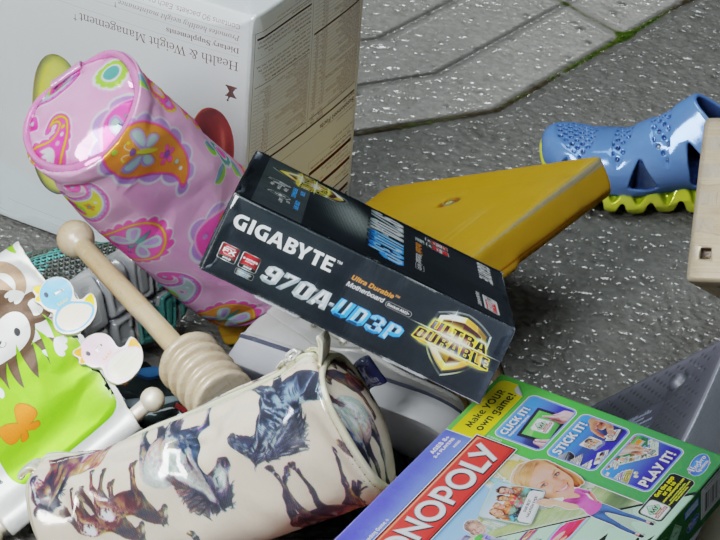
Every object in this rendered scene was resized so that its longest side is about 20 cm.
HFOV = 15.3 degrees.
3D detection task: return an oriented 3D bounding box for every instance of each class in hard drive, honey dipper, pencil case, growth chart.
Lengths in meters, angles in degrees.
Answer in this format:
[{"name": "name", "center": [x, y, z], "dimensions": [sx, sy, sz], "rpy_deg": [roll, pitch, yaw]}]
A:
[{"name": "hard drive", "center": [0.131, 0.127, 1.401], "dimensions": [0.042, 0.135, 0.200], "rpy_deg": [47, 44, -12]}, {"name": "honey dipper", "center": [-0.120, 0.022, 1.491], "dimensions": [0.038, 0.038, 0.200], "rpy_deg": [-13, 36, -27]}, {"name": "pencil case", "center": [-0.108, -0.043, 1.535], "dimensions": [0.087, 0.200, 0.088], "rpy_deg": [-17, 55, 25]}, {"name": "pencil case", "center": [-0.080, 0.103, 1.371], "dimensions": [0.199, 0.090, 0.078], "rpy_deg": [-22, -5, 20]}, {"name": "growth chart", "center": [-0.210, 0.054, 1.475], "dimensions": [0.200, 0.018, 0.145], "rpy_deg": [41, 86, 26]}]

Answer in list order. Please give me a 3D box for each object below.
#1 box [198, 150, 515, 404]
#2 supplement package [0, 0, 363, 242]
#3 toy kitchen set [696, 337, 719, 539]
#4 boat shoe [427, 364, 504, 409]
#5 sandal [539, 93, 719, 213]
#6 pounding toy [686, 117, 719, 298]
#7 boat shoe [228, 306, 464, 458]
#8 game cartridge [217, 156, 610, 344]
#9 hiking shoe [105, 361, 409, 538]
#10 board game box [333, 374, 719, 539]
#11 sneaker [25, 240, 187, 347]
[{"name": "box", "center": [0.000, 0.000, 1.415], "dimensions": [0.158, 0.046, 0.200], "rpy_deg": [26, 8, -2]}, {"name": "supplement package", "center": [-0.116, -0.122, 1.705], "dimensions": [0.190, 0.201, 0.147], "rpy_deg": [19, 34, 23]}, {"name": "toy kitchen set", "center": [0.264, 0.114, 1.516], "dimensions": [0.199, 0.181, 0.163], "rpy_deg": [26, -22, -29]}, {"name": "boat shoe", "center": [0.047, 0.069, 1.542], "dimensions": [0.076, 0.072, 0.200], "rpy_deg": [-20, 21, 3]}, {"name": "sandal", "center": [0.220, -0.083, 1.802], "dimensions": [0.199, 0.087, 0.080], "rpy_deg": [6, 33, 5]}, {"name": "pounding toy", "center": [0.320, 0.003, 1.596], "dimensions": [0.183, 0.143, 0.200], "rpy_deg": [2, -13, 33]}, {"name": "boat shoe", "center": [0.002, 0.054, 1.489], "dimensions": [0.066, 0.072, 0.200], "rpy_deg": [-58, 30, -12]}, {"name": "game cartridge", "center": [0.034, -0.011, 1.640], "dimensions": [0.176, 0.033, 0.200], "rpy_deg": [-7, 21, 40]}, {"name": "hiking shoe", "center": [-0.061, 0.088, 1.487], "dimensions": [0.199, 0.075, 0.087], "rpy_deg": [13, 33, 13]}, {"name": "board game box", "center": [0.069, 0.134, 1.281], "dimensions": [0.134, 0.029, 0.200], "rpy_deg": [20, 43, 29]}, {"name": "sneaker", "center": [-0.198, 0.029, 1.586], "dimensions": [0.199, 0.078, 0.091], "rpy_deg": [-20, 22, -40]}]
